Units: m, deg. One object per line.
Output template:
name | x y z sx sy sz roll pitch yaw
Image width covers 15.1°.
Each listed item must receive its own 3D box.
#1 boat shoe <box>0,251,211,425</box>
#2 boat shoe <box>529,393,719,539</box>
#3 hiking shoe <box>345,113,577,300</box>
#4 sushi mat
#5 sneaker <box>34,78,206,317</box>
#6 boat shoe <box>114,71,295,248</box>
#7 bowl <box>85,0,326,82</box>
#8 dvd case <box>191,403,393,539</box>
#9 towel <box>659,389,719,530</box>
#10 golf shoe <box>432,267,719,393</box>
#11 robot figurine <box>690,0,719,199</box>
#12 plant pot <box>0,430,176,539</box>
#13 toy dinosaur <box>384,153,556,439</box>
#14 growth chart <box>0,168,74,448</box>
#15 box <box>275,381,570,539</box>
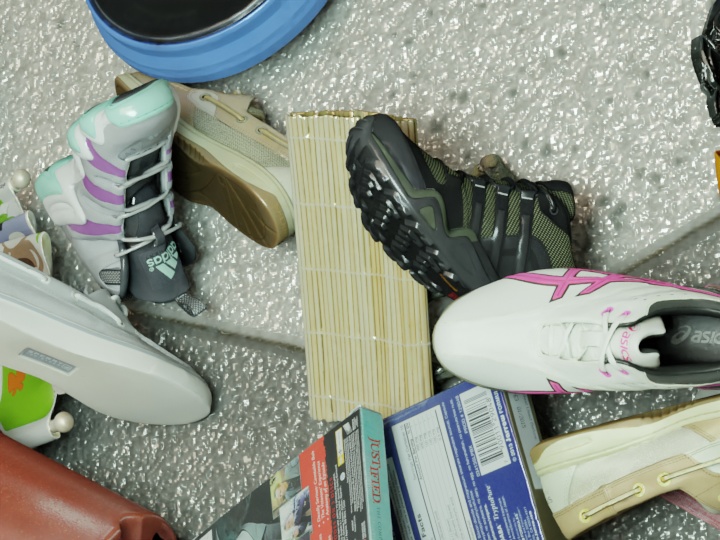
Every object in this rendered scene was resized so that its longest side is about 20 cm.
boat shoe | -0.181 0.040 1.761 0.072 0.199 0.069 -39 36 50
boat shoe | 0.198 0.107 1.562 0.199 0.074 0.067 -16 85 23
hiking shoe | 0.076 -0.029 1.641 0.101 0.200 0.076 -46 12 -20
sushi mat | 0.000 0.000 1.696 0.095 0.012 0.201 4 103 35
sneaker | -0.137 -0.035 1.770 0.077 0.200 0.140 -27 83 -22
boat shoe | -0.091 -0.084 1.804 0.065 0.072 0.200 -34 43 -21
bowl | -0.100 -0.223 1.827 0.200 0.039 0.202 -12 61 22
dvd case | -0.044 0.191 1.669 0.200 0.022 0.147 -40 44 41
towel | 0.269 0.070 1.578 0.144 0.023 0.201 29 92 34
golf shoe | 0.139 0.033 1.556 0.199 0.092 0.073 -2 87 4
robot figurine | 0.261 -0.077 1.564 0.144 0.058 0.201 2 62 -9
plant pot | -0.234 0.195 1.753 0.194 0.201 0.202 18 88 24
toy dinosaur | 0.069 0.025 1.693 0.088 0.047 0.201 -15 74 20
growth chart | -0.239 0.032 1.857 0.145 0.018 0.201 -34 60 49
box | 0.035 0.147 1.664 0.199 0.032 0.122 -26 73 38
